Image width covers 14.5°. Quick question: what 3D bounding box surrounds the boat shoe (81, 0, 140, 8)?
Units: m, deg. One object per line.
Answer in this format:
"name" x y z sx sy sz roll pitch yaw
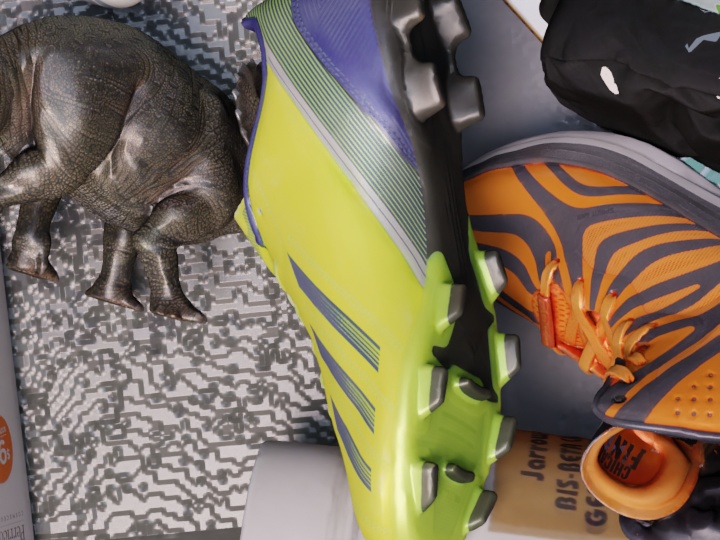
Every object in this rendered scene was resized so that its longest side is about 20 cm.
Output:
"boat shoe" -0.147 -0.166 0.993 0.071 0.070 0.201 -36 90 23

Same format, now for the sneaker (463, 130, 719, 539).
"sneaker" 0.086 0.022 0.918 0.199 0.112 0.078 15 137 38

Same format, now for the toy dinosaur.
"toy dinosaur" -0.087 -0.043 0.967 0.199 0.077 0.103 20 85 -18

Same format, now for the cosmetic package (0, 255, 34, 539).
"cosmetic package" -0.174 0.038 0.924 0.051 0.200 0.152 -4 92 18

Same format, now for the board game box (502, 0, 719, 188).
"board game box" 0.120 -0.088 0.990 0.095 0.030 0.200 -43 86 3

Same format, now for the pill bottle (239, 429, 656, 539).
"pill bottle" 0.060 0.112 0.953 0.199 0.114 0.115 6 92 4

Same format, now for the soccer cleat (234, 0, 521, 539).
"soccer cleat" 0.000 0.000 0.913 0.083 0.065 0.201 -11 77 27

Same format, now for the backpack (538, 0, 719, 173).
"backpack" 0.162 -0.124 0.914 0.166 0.127 0.201 24 86 5
